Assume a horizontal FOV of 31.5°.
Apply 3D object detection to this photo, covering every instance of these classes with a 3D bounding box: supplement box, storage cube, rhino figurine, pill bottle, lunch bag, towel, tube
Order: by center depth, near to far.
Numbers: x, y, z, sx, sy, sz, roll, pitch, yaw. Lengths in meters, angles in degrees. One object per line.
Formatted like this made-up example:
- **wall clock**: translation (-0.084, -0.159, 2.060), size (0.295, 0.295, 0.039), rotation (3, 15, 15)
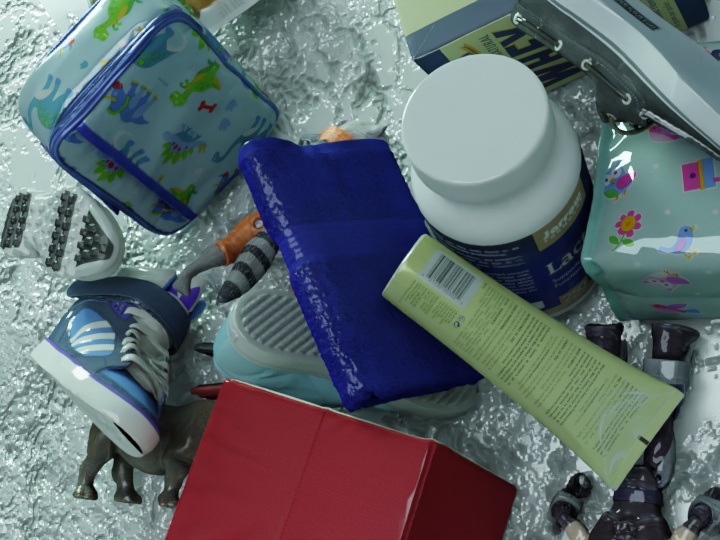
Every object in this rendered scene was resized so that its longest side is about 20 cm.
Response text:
- **tube**: translation (0.107, 0.055, 0.835), size (0.199, 0.052, 0.058), rotation (35, 133, 5)
- **lunch bag**: translation (0.249, -0.074, 0.855), size (0.169, 0.122, 0.201), rotation (0, 65, 29)
- **pill bottle**: translation (0.099, -0.053, 0.867), size (0.115, 0.200, 0.116), rotation (-8, 64, 16)
- **storage cube**: translation (-0.017, 0.196, 0.874), size (0.170, 0.200, 0.181), rotation (13, 77, 29)
- **towel**: translation (0.000, 0.000, 0.890), size (0.050, 0.147, 0.201), rotation (-40, 66, 39)
- **supplement box**: translation (0.123, -0.255, 0.954), size (0.199, 0.134, 0.201), rotation (-23, 68, 19)
- **rhino figurine**: translation (-0.137, 0.146, 1.022), size (0.199, 0.060, 0.088), rotation (0, 78, 25)
- **lunch bag**: translation (-0.167, -0.122, 1.025), size (0.161, 0.200, 0.082), rotation (-45, 60, -1)

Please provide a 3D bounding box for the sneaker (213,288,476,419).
- **sneaker**: translation (-0.014, 0.070, 0.935), size (0.082, 0.199, 0.074), rotation (-46, 30, 50)

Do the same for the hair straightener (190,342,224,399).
- **hair straightener**: translation (-0.043, 0.058, 1.008), size (0.199, 0.041, 0.078), rotation (-7, 74, 25)

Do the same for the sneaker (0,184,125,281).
- **sneaker**: translation (-0.232, -0.028, 1.068), size (0.200, 0.081, 0.076), rotation (16, 89, 57)

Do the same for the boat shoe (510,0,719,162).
- **boat shoe**: translation (0.170, -0.123, 0.810), size (0.200, 0.070, 0.066), rotation (44, 126, 20)

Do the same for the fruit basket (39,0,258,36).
- **fruit basket**: translation (-0.181, -0.266, 1.118), size (0.199, 0.094, 0.186), rotation (-34, 63, -7)

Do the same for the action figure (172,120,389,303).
- **action figure**: translation (-0.025, -0.030, 0.982), size (0.199, 0.105, 0.194), rotation (26, 76, 25)

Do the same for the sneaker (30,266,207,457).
- **sneaker**: translation (-0.172, 0.054, 1.018), size (0.146, 0.081, 0.200), rotation (-44, 31, -15)

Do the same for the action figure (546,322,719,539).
- **action figure**: translation (0.189, 0.137, 0.861), size (0.129, 0.069, 0.202), rotation (2, 81, 20)
